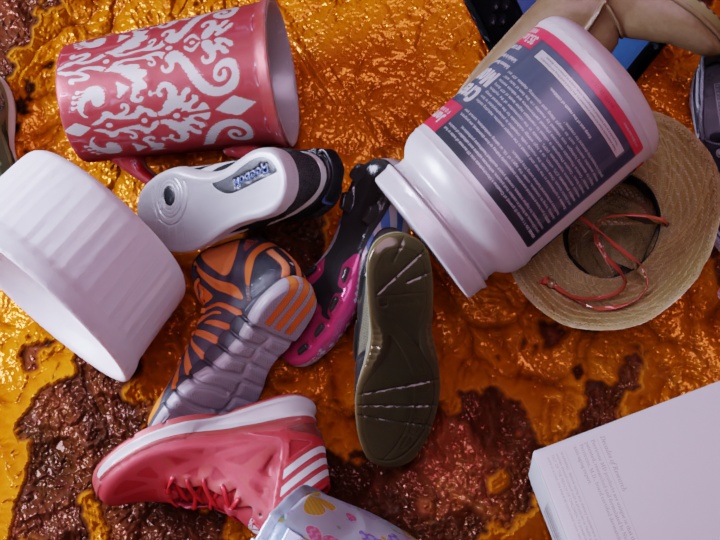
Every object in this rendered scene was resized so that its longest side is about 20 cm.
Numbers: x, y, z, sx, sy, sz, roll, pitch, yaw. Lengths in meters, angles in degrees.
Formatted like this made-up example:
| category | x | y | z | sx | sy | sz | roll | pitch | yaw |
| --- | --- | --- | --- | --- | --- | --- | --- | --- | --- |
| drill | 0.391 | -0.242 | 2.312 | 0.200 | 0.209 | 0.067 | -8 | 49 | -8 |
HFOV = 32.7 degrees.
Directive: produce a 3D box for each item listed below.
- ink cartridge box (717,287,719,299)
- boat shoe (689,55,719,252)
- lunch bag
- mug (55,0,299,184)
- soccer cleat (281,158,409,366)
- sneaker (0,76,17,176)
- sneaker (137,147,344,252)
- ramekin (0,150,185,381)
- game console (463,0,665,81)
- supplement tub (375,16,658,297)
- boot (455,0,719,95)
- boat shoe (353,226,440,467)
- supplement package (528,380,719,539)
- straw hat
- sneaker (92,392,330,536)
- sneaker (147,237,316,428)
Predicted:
| category | x | y | z | sx | sy | sz | roll | pitch | yaw |
| --- | --- | --- | --- | --- | --- | --- | --- | --- | --- |
| ink cartridge box | 0.394 | 0.071 | 1.012 | 0.116 | 0.067 | 0.201 | -35 | 72 | -6 |
| boat shoe | 0.328 | -0.102 | 1.070 | 0.071 | 0.068 | 0.203 | -7 | 70 | 12 |
| lunch bag | 0.003 | 0.251 | 0.927 | 0.168 | 0.200 | 0.128 | 27 | 77 | 13 |
| mug | -0.164 | -0.146 | 1.110 | 0.197 | 0.134 | 0.180 | -7 | 70 | 7 |
| soccer cleat | 0.000 | 0.000 | 1.078 | 0.070 | 0.086 | 0.202 | 35 | 101 | 41 |
| sneaker | -0.354 | -0.107 | 1.136 | 0.076 | 0.089 | 0.202 | -19 | 72 | -1 |
| sneaker | -0.095 | -0.060 | 1.066 | 0.198 | 0.111 | 0.074 | -9 | 88 | 42 |
| ramekin | -0.242 | -0.008 | 1.041 | 0.199 | 0.201 | 0.098 | 35 | 71 | 15 |
| game console | 0.207 | -0.272 | 1.119 | 0.118 | 0.173 | 0.201 | 30 | 76 | 41 |
| supplement tub | 0.124 | -0.090 | 0.982 | 0.199 | 0.140 | 0.141 | -40 | 73 | 2 |
| boot | 0.203 | -0.175 | 1.078 | 0.174 | 0.066 | 0.201 | 35 | 104 | -2 |
| boat shoe | 0.029 | 0.062 | 1.034 | 0.071 | 0.066 | 0.204 | -1 | 106 | -4 |
| supplement package | 0.246 | 0.171 | 0.971 | 0.197 | 0.117 | 0.119 | -21 | 71 | 0 |
| straw hat | 0.217 | -0.030 | 1.049 | 0.198 | 0.085 | 0.204 | -9 | 64 | 19 |
| sneaker | -0.119 | 0.182 | 1.014 | 0.197 | 0.079 | 0.117 | -20 | 59 | -2 |
| sneaker | -0.125 | 0.058 | 1.075 | 0.200 | 0.077 | 0.112 | -48 | 47 | 8 |
